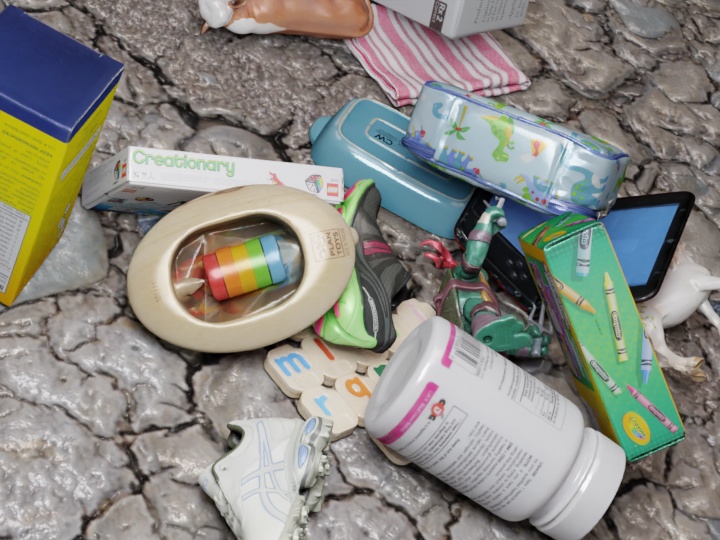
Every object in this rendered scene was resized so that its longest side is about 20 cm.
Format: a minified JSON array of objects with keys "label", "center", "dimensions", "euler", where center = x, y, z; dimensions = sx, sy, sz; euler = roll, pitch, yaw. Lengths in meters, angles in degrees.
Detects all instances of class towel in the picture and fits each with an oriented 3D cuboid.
[{"label":"towel","center":[0.077,-0.240,2.024],"dimensions":[0.199,0.030,0.147],"euler":[-11,53,-38]}]

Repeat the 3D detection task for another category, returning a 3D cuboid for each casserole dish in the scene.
[{"label":"casserole dish","center":[0.044,-0.107,1.855],"dimensions":[0.199,0.039,0.121],"euler":[29,39,3]}]

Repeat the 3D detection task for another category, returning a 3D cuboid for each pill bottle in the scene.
[{"label":"pill bottle","center":[0.113,0.136,1.557],"dimensions":[0.199,0.113,0.114],"euler":[33,38,-10]}]

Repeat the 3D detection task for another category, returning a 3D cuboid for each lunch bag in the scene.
[{"label":"lunch bag","center":[0.148,-0.110,1.759],"dimensions":[0.199,0.083,0.161],"euler":[23,10,12]}]

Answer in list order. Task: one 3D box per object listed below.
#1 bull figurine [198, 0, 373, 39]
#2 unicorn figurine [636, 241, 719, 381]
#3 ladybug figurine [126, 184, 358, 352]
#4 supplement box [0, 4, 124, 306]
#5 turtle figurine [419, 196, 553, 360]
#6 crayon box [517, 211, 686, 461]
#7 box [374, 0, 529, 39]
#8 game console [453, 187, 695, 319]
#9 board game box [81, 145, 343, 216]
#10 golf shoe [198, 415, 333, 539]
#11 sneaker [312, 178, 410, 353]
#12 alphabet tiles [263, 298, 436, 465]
[{"label":"bull figurine","center":[-0.084,-0.286,1.937],"dimensions":[0.199,0.065,0.122],"euler":[7,58,-21]},{"label":"unicorn figurine","center":[0.311,0.034,1.822],"dimensions":[0.199,0.074,0.137],"euler":[-23,50,-37]},{"label":"ladybug figurine","center":[-0.098,0.000,1.588],"dimensions":[0.199,0.072,0.137],"euler":[-13,85,-5]},{"label":"supplement box","center":[-0.283,-0.091,1.520],"dimensions":[0.108,0.200,0.110],"euler":[28,39,0]},{"label":"turtle figurine","center":[0.116,0.032,1.681],"dimensions":[0.150,0.100,0.200],"euler":[60,13,-30]},{"label":"crayon box","center":[0.206,0.055,1.625],"dimensions":[0.058,0.119,0.201],"euler":[-23,98,-3]},{"label":"box","center":[0.086,-0.377,2.001],"dimensions":[0.200,0.200,0.130],"euler":[30,30,32]},{"label":"game console","center":[0.208,-0.055,1.819],"dimensions":[0.172,0.119,0.200],"euler":[44,38,-9]},{"label":"board game box","center":[-0.130,-0.072,1.651],"dimensions":[0.199,0.126,0.035],"euler":[4,80,-26]},{"label":"golf shoe","center":[-0.082,0.188,1.451],"dimensions":[0.097,0.079,0.200],"euler":[9,34,4]},{"label":"sneaker","center":[0.000,0.000,1.676],"dimensions":[0.084,0.077,0.201],"euler":[30,40,-24]},{"label":"alphabet tiles","center":[0.013,0.084,1.646],"dimensions":[0.199,0.015,0.196],"euler":[-19,58,-42]}]
